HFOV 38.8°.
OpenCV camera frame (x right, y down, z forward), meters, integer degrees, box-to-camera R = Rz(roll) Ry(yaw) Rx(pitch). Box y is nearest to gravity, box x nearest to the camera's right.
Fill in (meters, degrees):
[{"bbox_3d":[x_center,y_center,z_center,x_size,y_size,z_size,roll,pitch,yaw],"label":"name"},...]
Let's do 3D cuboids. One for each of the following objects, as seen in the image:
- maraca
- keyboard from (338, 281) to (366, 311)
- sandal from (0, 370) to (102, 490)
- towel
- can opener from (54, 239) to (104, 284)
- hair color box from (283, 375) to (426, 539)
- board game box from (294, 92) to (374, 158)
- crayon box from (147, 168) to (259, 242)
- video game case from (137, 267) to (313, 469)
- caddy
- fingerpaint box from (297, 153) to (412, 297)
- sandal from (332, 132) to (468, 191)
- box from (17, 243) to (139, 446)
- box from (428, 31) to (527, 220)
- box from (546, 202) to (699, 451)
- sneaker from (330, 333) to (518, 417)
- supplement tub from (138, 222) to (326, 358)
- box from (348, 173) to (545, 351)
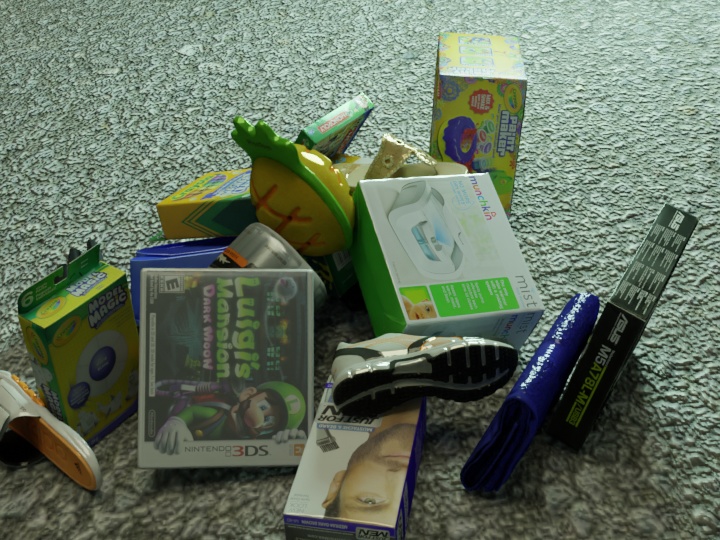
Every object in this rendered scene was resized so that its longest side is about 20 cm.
[{"bbox_3d":[-0.076,-0.095,1.154,0.136,0.201,0.107,14,58,46],"label":"maraca"},{"bbox_3d":[0.000,0.000,1.331,0.103,0.040,0.200,-27,32,-10],"label":"keyboard"},{"bbox_3d":[-0.349,0.173,1.064,0.205,0.080,0.059,26,41,34],"label":"sandal"},{"bbox_3d":[0.179,0.124,1.029,0.049,0.149,0.200,33,43,10],"label":"towel"},{"bbox_3d":[-0.355,0.007,1.333,0.062,0.080,0.201,-16,25,-4],"label":"can opener"},{"bbox_3d":[0.000,0.193,1.010,0.107,0.066,0.201,4,36,10],"label":"hair color box"},{"bbox_3d":[-0.068,-0.151,1.426,0.029,0.200,0.134,46,49,7],"label":"board game box"},{"bbox_3d":[-0.171,-0.087,1.315,0.197,0.052,0.126,-3,23,29],"label":"crayon box"},{"bbox_3d":[-0.137,0.099,1.050,0.178,0.204,0.023,0,-7,-8],"label":"video game case"},{"bbox_3d":[-0.194,0.022,1.253,0.196,0.107,0.141,-8,11,-4],"label":"caddy"},{"bbox_3d":[-0.030,-0.064,1.338,0.165,0.074,0.200,13,45,43],"label":"fingerpaint box"},{"bbox_3d":[0.027,-0.136,1.276,0.208,0.070,0.078,0,37,28],"label":"sandal"},{"bbox_3d":[-0.290,0.083,1.081,0.048,0.203,0.117,18,39,31],"label":"box"},{"bbox_3d":[0.160,-0.207,1.441,0.119,0.203,0.194,4,28,2],"label":"box"},{"bbox_3d":[0.272,0.058,1.059,0.047,0.195,0.200,29,42,14],"label":"box"},{"bbox_3d":[0.063,0.090,1.040,0.196,0.075,0.080,-5,32,-9],"label":"sneaker"},{"bbox_3d":[-0.142,0.057,1.129,0.200,0.123,0.122,-47,46,-11],"label":"supplement tub"},{"bbox_3d":[0.091,-0.002,1.181,0.173,0.097,0.203,-4,56,-19],"label":"box"}]
